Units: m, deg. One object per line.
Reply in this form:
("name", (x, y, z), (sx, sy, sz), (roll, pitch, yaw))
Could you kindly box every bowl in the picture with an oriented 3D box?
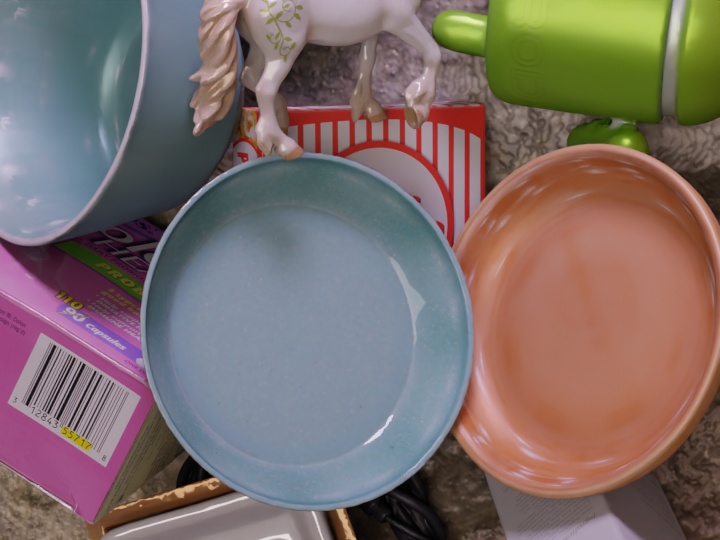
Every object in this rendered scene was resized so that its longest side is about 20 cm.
("bowl", (-0.142, -0.109, 1.139), (0.201, 0.105, 0.201), (-8, 79, 47))

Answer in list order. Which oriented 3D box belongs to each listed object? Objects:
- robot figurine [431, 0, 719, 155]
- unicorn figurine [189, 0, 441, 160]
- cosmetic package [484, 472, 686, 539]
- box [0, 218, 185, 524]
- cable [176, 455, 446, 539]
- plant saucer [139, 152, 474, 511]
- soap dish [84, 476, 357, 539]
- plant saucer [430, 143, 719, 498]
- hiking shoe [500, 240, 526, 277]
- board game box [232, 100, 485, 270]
("robot figurine", (0.146, -0.146, 1.128), (0.200, 0.116, 0.176), (8, 93, 13))
("unicorn figurine", (-0.008, -0.144, 1.093), (0.074, 0.200, 0.138), (12, 116, 41))
("cosmetic package", (0.140, 0.166, 1.115), (0.074, 0.200, 0.102), (-42, 114, 15))
("box", (-0.172, 0.038, 1.183), (0.176, 0.200, 0.097), (32, 110, 9))
("cable", (-0.030, 0.170, 1.246), (0.163, 0.051, 0.200), (-18, 92, 15))
("plant saucer", (-0.033, 0.035, 1.100), (0.200, 0.036, 0.200), (4, 81, -23))
("soap dish", (-0.061, 0.217, 1.196), (0.157, 0.081, 0.200), (-18, 96, 11))
("plant saucer", (0.126, 0.030, 1.098), (0.200, 0.037, 0.200), (-14, 69, 39))
("hiking shoe", (0.173, 0.027, 1.163), (0.200, 0.074, 0.087), (1, 86, 25))
("board game box", (0.000, 0.000, 1.176), (0.151, 0.046, 0.200), (-5, 98, -27))
